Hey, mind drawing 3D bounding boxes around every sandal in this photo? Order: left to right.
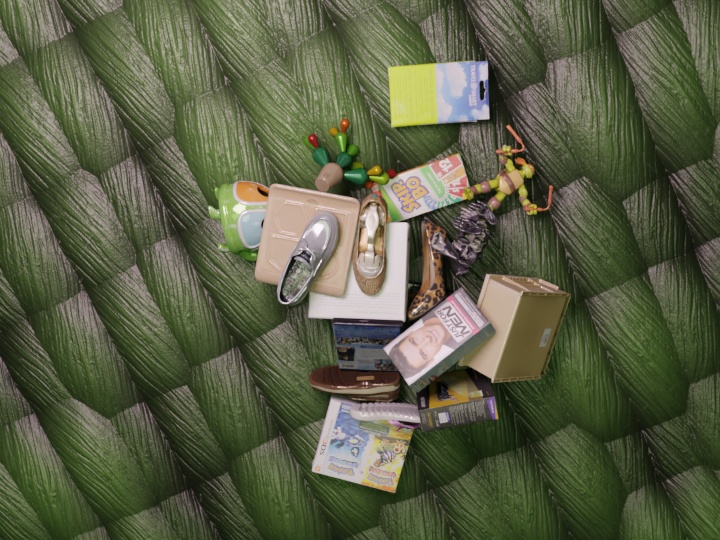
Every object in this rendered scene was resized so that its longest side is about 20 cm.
[{"bbox_3d":[0.075,0.321,1.698,0.202,0.082,0.050,6,102,-3],"label":"sandal"}]

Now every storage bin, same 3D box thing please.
[{"bbox_3d":[0.327,0.120,1.629,0.198,0.094,0.201,4,107,-44],"label":"storage bin"}]

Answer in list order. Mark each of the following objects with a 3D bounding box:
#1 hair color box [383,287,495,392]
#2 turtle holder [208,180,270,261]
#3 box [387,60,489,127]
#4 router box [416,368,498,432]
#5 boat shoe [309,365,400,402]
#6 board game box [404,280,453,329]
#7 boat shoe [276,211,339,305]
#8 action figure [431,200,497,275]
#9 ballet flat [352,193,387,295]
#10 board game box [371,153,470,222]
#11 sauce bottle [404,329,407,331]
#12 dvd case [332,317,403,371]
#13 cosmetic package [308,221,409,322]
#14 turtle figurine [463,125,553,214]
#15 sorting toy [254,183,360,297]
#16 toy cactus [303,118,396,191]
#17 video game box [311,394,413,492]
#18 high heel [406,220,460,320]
[{"bbox_3d":[0.157,0.138,1.556,0.200,0.061,0.099,-39,60,4],"label":"hair color box"},{"bbox_3d":[-0.228,-0.094,1.619,0.131,0.141,0.186,-9,100,3],"label":"turtle holder"},{"bbox_3d":[0.158,-0.360,1.594,0.199,0.048,0.122,-4,103,2],"label":"box"},{"bbox_3d":[0.198,0.269,1.654,0.157,0.200,0.052,-11,100,4],"label":"router box"},{"bbox_3d":[-0.012,0.262,1.728,0.202,0.075,0.075,2,127,11],"label":"boat shoe"},{"bbox_3d":[0.113,0.125,1.713,0.135,0.028,0.201,14,103,-1],"label":"board game box"},{"bbox_3d":[-0.101,-0.019,1.505,0.070,0.072,0.201,27,99,3],"label":"boat shoe"},{"bbox_3d":[0.214,-0.070,1.591,0.102,0.200,0.119,39,71,16],"label":"action figure"},{"bbox_3d":[0.018,-0.050,1.526,0.070,0.065,0.201,0,92,5],"label":"ballet flat"},{"bbox_3d":[0.127,-0.169,1.650,0.199,0.030,0.096,-18,102,8],"label":"board game box"},{"bbox_3d":[0.158,0.140,1.668,0.199,0.066,0.066,-4,102,2],"label":"sauce bottle"},{"bbox_3d":[0.019,0.158,1.635,0.142,0.018,0.200,1,145,4],"label":"dvd case"},{"bbox_3d":[0.000,0.000,1.622,0.199,0.123,0.201,3,91,5],"label":"cosmetic package"},{"bbox_3d":[0.295,-0.186,1.617,0.161,0.064,0.200,-31,111,-2],"label":"turtle figurine"},{"bbox_3d":[-0.105,-0.060,1.556,0.185,0.036,0.201,11,98,6],"label":"sorting toy"},{"bbox_3d":[-0.035,-0.215,1.577,0.200,0.165,0.102,36,134,0],"label":"toy cactus"},{"bbox_3d":[0.006,0.390,1.768,0.199,0.047,0.183,14,104,-1],"label":"video game box"},{"bbox_3d":[0.127,-0.002,1.631,0.200,0.071,0.143,-46,105,-28],"label":"high heel"}]
